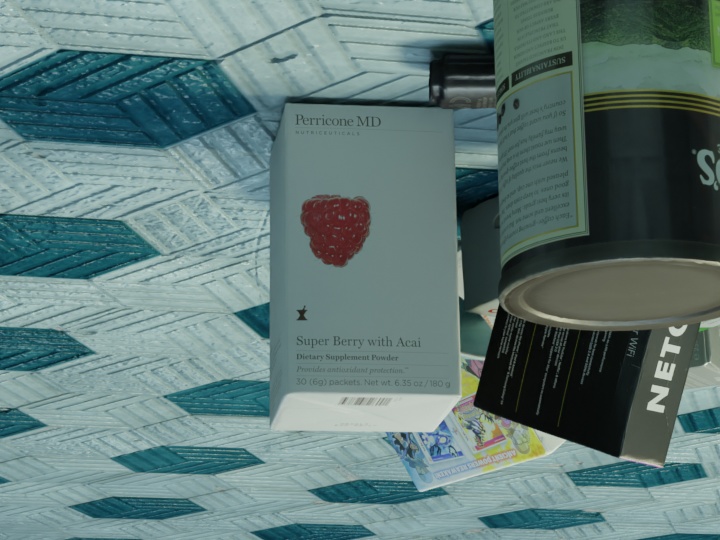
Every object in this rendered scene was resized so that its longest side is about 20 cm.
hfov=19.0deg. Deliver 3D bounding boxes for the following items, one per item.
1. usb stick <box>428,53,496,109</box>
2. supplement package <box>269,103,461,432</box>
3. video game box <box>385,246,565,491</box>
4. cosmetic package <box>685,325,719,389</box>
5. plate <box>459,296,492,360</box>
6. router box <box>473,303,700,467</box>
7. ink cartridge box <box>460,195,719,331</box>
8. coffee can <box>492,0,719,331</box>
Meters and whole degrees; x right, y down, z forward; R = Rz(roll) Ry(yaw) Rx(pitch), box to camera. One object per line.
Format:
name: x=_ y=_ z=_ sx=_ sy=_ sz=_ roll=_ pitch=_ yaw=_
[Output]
usb stick: x=0.142 y=-0.120 z=1.363 sx=0.198 sy=0.033 sz=0.055 roll=-1 pitch=172 yaw=0
supplement package: x=0.000 y=0.000 z=1.464 sx=0.120 sy=0.202 sz=0.120 roll=1 pitch=164 yaw=-7
video game box: x=0.071 y=0.087 z=1.828 sx=0.047 sy=0.183 sz=0.199 roll=-30 pitch=-176 yaw=-35
cosmetic package: x=0.215 y=0.051 z=1.827 sx=0.198 sy=0.108 sz=0.090 roll=-11 pitch=162 yaw=26
plate: x=0.016 y=0.019 z=1.620 sx=0.199 sy=0.026 sz=0.200 roll=30 pitch=-166 yaw=-8
router box: x=0.163 y=0.017 z=1.457 sx=0.051 sy=0.202 sz=0.149 roll=12 pitch=-177 yaw=-40
ink cartridge box: x=0.195 y=-0.008 z=1.659 sx=0.198 sy=0.084 sz=0.146 roll=10 pitch=161 yaw=-30
coffee can: x=0.145 y=-0.082 z=1.188 sx=0.145 sy=0.202 sz=0.146 roll=-1 pitch=164 yaw=0
